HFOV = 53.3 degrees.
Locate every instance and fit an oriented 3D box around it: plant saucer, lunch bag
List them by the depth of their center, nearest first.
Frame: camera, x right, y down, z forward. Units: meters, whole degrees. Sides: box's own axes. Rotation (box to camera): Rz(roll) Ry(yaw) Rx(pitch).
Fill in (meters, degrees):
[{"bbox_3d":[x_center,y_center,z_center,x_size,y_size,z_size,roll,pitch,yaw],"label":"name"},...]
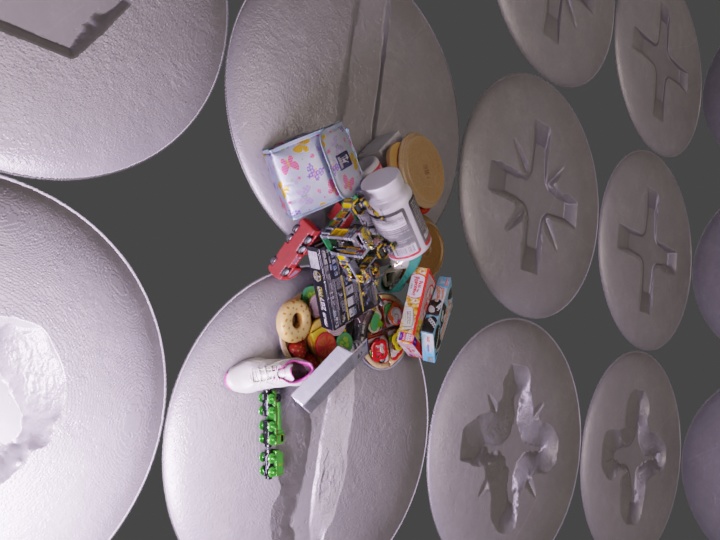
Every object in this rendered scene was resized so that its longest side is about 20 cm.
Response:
[{"bbox_3d":[-0.098,-0.229,1.616,0.199,0.127,0.171,-22,105,-15],"label":"lunch bag"},{"bbox_3d":[0.167,-0.057,1.947,0.199,0.035,0.202,2,87,-42],"label":"plant saucer"}]

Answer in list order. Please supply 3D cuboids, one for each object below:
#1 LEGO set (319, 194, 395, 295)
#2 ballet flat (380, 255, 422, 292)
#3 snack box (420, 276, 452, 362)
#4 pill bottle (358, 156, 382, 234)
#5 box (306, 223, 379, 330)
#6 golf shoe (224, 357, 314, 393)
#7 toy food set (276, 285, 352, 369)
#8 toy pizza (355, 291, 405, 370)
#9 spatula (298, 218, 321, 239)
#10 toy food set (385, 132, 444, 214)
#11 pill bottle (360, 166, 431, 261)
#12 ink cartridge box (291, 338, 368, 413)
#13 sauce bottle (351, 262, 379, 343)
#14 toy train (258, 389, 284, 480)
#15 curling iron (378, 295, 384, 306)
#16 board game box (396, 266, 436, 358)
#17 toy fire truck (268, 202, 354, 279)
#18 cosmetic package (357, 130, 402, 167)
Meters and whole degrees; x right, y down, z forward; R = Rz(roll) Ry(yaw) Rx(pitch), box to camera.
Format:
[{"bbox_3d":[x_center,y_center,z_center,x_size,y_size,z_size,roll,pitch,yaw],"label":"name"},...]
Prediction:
[{"bbox_3d":[0.015,-0.059,1.563,0.154,0.115,0.201,-44,125,-33],"label":"LEGO set"},{"bbox_3d":[0.098,-0.008,1.798,0.070,0.201,0.068,-15,58,-30],"label":"ballet flat"},{"bbox_3d":[0.202,0.127,1.888,0.117,0.037,0.201,80,25,-46],"label":"snack box"},{"bbox_3d":[0.038,-0.168,1.771,0.114,0.113,0.201,-49,119,-32],"label":"pill bottle"},{"bbox_3d":[-0.036,0.014,1.641,0.161,0.049,0.202,-28,117,-38],"label":"box"},{"bbox_3d":[-0.192,0.220,1.548,0.198,0.091,0.076,-6,81,-23],"label":"golf shoe"},{"bbox_3d":[-0.106,0.138,1.672,0.197,0.048,0.202,-31,109,-39],"label":"toy food set"},{"bbox_3d":[0.064,0.156,1.847,0.199,0.032,0.202,2,87,-42],"label":"toy pizza"},{"bbox_3d":[-0.082,-0.050,1.728,0.200,0.020,0.057,48,41,-33],"label":"spatula"},{"bbox_3d":[0.147,-0.247,1.810,0.200,0.048,0.199,-45,117,-47],"label":"toy food set"},{"bbox_3d":[0.081,-0.130,1.657,0.114,0.113,0.201,-49,128,-32],"label":"pill bottle"},{"bbox_3d":[-0.064,0.227,1.598,0.043,0.197,0.200,41,79,12],"label":"ink cartridge box"},{"bbox_3d":[0.009,0.079,1.770,0.066,0.066,0.202,17,73,-40],"label":"sauce bottle"},{"bbox_3d":[-0.196,0.362,1.599,0.056,0.041,0.202,1,87,-52],"label":"toy train"},{"bbox_3d":[0.000,0.000,1.741,0.049,0.026,0.201,-31,81,-11],"label":"curling iron"},{"bbox_3d":[0.150,0.111,1.858,0.152,0.046,0.202,52,49,-65],"label":"board game box"},{"bbox_3d":[-0.111,-0.065,1.632,0.201,0.049,0.141,-54,158,17],"label":"toy fire truck"},{"bbox_3d":[0.088,-0.243,1.848,0.108,0.084,0.201,-51,122,-36],"label":"cosmetic package"}]
